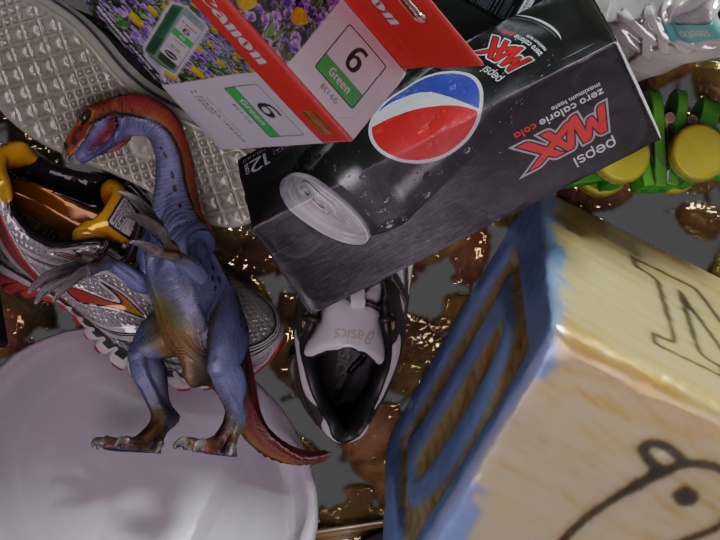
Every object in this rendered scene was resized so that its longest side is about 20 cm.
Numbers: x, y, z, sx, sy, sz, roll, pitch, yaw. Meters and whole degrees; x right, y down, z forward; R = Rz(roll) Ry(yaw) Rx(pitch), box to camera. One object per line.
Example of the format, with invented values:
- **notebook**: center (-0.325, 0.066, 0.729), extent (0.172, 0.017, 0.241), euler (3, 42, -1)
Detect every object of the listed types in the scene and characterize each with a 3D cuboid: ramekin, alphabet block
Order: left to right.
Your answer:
- **ramekin**: center (-0.131, 0.138, 1.078), extent (0.202, 0.203, 0.094), euler (21, 139, -7)
- **alphabet block**: center (0.140, 0.105, 1.047), extent (0.199, 0.197, 0.196), euler (25, 114, -8)

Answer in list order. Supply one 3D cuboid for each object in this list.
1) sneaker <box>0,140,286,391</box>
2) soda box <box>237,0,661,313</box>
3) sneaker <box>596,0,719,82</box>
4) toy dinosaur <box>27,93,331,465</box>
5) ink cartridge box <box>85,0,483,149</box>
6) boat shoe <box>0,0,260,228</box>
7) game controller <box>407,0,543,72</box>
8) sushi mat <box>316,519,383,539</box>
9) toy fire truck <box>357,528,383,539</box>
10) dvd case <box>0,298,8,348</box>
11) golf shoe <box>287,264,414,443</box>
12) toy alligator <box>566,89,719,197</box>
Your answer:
- **sneaker**: center (-0.131, -0.001, 1.061), extent (0.200, 0.078, 0.082), euler (26, 142, -10)
- **soda box**: center (0.042, -0.060, 0.972), extent (0.200, 0.063, 0.071), euler (-27, 127, 8)
- **sneaker**: center (0.165, -0.133, 1.000), extent (0.199, 0.089, 0.075), euler (-21, 113, 18)
- **toy dinosaur**: center (-0.102, 0.005, 1.022), extent (0.105, 0.200, 0.182), euler (-1, 81, 30)
- **ink cartridge box**: center (-0.041, -0.112, 0.910), extent (0.109, 0.200, 0.050), euler (47, 69, -24)
- **boat shoe**: center (-0.129, -0.093, 1.047), extent (0.200, 0.062, 0.075), euler (31, 115, 0)
- **game controller**: center (0.056, -0.156, 0.998), extent (0.104, 0.042, 0.200), euler (24, 101, -29)
- **sushi mat**: center (-0.037, 0.201, 1.194), extent (0.199, 0.012, 0.096), euler (-9, 111, 6)
- **toy fire truck**: center (0.018, 0.250, 1.096), extent (0.175, 0.200, 0.129), euler (-9, 111, 6)
- **dvd case**: center (-0.288, -0.008, 1.054), extent (0.199, 0.018, 0.143), euler (-14, 83, 22)
- **golf shoe**: center (0.000, 0.000, 1.060), extent (0.077, 0.095, 0.201), euler (-1, 114, -4)
- **toy alligator**: center (0.126, -0.069, 1.041), extent (0.199, 0.059, 0.054), euler (-1, 84, -7)
